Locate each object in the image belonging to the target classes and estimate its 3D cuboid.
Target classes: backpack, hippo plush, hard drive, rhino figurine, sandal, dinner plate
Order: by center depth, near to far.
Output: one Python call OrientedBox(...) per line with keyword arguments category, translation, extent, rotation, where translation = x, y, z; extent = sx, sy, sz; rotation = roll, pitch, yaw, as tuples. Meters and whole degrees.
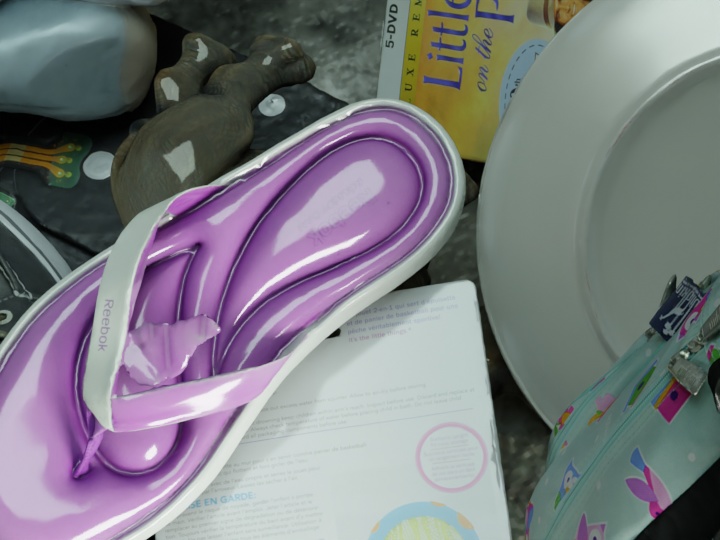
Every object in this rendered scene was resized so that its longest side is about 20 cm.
OrientedBox(category="backpack", translation=(0.136, 0.073, 0.705), extent=(0.167, 0.200, 0.127), rotation=(28, 41, -14))
OrientedBox(category="sandal", translation=(-0.052, 0.011, 0.750), extent=(0.082, 0.050, 0.203), rotation=(44, 78, 9))
OrientedBox(category="dinner plate", translation=(0.138, -0.010, 0.781), extent=(0.200, 0.024, 0.200), rotation=(1, 99, 3))
OrientedBox(category="rhino figurine", translation=(0.000, 0.000, 0.822), extent=(0.200, 0.060, 0.087), rotation=(37, 60, -2))
OrientedBox(category="hippo plush", translation=(-0.160, -0.132, 0.877), extent=(0.200, 0.159, 0.161), rotation=(-55, 37, 21))
OrientedBox(category="hard drive", translation=(-0.120, -0.042, 0.896), extent=(0.200, 0.038, 0.140), rotation=(25, 64, 20))

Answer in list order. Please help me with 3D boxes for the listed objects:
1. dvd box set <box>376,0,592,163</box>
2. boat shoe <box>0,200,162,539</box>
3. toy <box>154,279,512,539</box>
OrientedBox(category="dvd box set", translation=(0.103, -0.101, 0.837), extent=(0.200, 0.029, 0.146), rotation=(13, 101, 28))
OrientedBox(category="boat shoe", translation=(-0.120, 0.048, 0.795), extent=(0.070, 0.066, 0.200), rotation=(-29, 75, 6))
OrientedBox(category="toy", translation=(-0.005, 0.111, 0.768), extent=(0.115, 0.047, 0.200), rotation=(-8, 70, 2))
